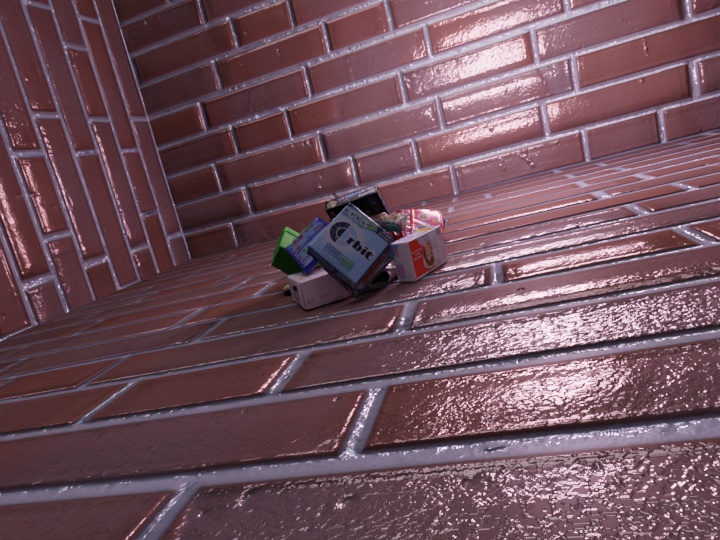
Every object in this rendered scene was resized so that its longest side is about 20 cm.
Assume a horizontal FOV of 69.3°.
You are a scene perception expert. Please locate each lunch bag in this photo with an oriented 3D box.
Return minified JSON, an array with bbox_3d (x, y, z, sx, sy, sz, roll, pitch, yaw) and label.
[{"bbox_3d":[0.198,-0.133,1.792,0.171,0.083,0.202,3,40,2],"label":"lunch bag"},{"bbox_3d":[-0.132,-0.066,1.598,0.150,0.094,0.200,-44,24,-4],"label":"lunch bag"}]

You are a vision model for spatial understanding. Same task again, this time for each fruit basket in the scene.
[{"bbox_3d":[-0.197,-0.071,1.840,0.214,0.215,0.157,-29,-24,-53],"label":"fruit basket"}]

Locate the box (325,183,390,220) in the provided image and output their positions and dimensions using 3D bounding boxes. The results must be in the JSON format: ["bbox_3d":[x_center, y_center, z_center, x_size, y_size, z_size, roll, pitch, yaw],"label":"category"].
[{"bbox_3d":[0.000,-0.198,1.849,0.194,0.201,0.051,-17,52,13],"label":"box"}]

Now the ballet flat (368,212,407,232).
[{"bbox_3d":[0.090,-0.167,1.778,0.198,0.076,0.065,10,64,49],"label":"ballet flat"}]

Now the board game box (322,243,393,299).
[{"bbox_3d":[0.004,-0.032,1.508,0.200,0.135,0.035,-46,-10,-30],"label":"board game box"}]

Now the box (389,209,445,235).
[{"bbox_3d":[0.208,-0.165,1.947,0.195,0.098,0.100,9,4,-17],"label":"box"}]

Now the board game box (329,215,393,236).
[{"bbox_3d":[0.006,-0.141,1.800,0.197,0.029,0.134,23,-10,-32],"label":"board game box"}]

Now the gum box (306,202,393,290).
[{"bbox_3d":[-0.026,-0.072,1.473,0.200,0.169,0.045,-48,-8,-31],"label":"gum box"}]

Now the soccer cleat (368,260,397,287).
[{"bbox_3d":[0.086,0.000,1.572,0.196,0.070,0.085,-23,22,-22],"label":"soccer cleat"}]

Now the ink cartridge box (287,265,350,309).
[{"bbox_3d":[-0.130,0.045,1.577,0.144,0.088,0.199,-17,9,-17],"label":"ink cartridge box"}]

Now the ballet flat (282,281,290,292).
[{"bbox_3d":[-0.238,0.036,1.843,0.065,0.058,0.200,-14,11,9],"label":"ballet flat"}]

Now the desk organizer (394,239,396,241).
[{"bbox_3d":[0.056,-0.058,1.877,0.195,0.074,0.077,-17,13,-8],"label":"desk organizer"}]

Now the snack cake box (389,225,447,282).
[{"bbox_3d":[0.178,-0.052,1.555,0.066,0.118,0.198,-5,14,39],"label":"snack cake box"}]
